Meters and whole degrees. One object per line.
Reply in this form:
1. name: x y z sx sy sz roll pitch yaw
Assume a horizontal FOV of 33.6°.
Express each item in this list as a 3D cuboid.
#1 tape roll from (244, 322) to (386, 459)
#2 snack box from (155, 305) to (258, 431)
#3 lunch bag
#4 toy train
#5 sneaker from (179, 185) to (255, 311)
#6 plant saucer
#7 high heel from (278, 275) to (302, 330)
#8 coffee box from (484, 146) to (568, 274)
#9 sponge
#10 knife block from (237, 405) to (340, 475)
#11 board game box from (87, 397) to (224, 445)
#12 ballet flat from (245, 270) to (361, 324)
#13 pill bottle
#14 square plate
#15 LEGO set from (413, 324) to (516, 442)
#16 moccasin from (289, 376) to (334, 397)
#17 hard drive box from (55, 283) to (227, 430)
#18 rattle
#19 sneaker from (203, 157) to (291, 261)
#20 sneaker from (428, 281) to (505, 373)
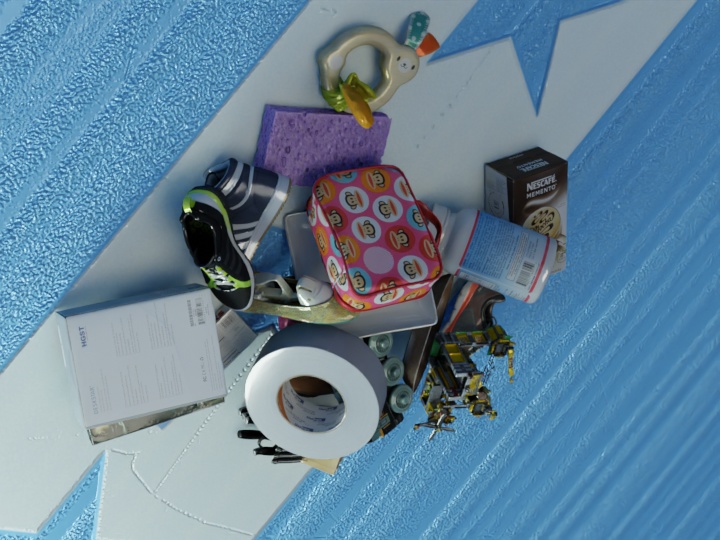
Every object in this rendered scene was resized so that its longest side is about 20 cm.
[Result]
1. tape roll: -0.064 0.175 1.728 0.200 0.066 0.201 6 121 10
2. snack box: -0.244 0.142 1.745 0.200 0.024 0.072 -45 129 -6
3. lunch bag: 0.029 -0.051 1.683 0.176 0.200 0.082 -12 159 -20
4. toy train: 0.006 0.166 1.811 0.114 0.085 0.200 -35 119 -29
5. sneaker: -0.201 -0.017 1.590 0.083 0.072 0.200 -65 144 -52
6. plant saucer: 0.103 0.095 1.885 0.200 0.032 0.201 19 90 -83
7. high heel: -0.028 0.058 1.813 0.200 0.067 0.096 -1 105 -28
8. coffee box: 0.268 -0.086 1.936 0.113 0.080 0.200 -20 124 -24
9. sponge: -0.054 -0.175 1.703 0.200 0.030 0.112 -2 115 -35
10. knife block: -0.101 0.248 1.885 0.200 0.175 0.064 -46 158 -73
11. board game box: -0.299 0.155 1.687 0.200 0.028 0.136 -17 112 -20
12. ballet flat: -0.096 0.034 1.690 0.071 0.200 0.071 6 90 -69
13. pill bottle: 0.194 -0.032 1.844 0.200 0.109 0.109 21 104 -1
14. square plate: 0.000 0.000 1.756 0.200 0.028 0.199 -10 90 -9
15. LEGO set: 0.177 0.189 1.911 0.154 0.116 0.200 6 125 -25
16. moccasin: -0.059 0.155 1.848 0.201 0.074 0.078 3 98 -31
17. hard drive box: -0.295 0.113 1.615 0.200 0.077 0.156 -11 99 -22
18. rattle: 0.051 -0.282 1.652 0.200 0.143 0.130 -18 105 -19
19. sneaker: -0.187 -0.067 1.647 0.108 0.070 0.200 23 117 -22
20. sneaker: 0.177 0.113 1.963 0.077 0.082 0.200 -12 126 -67
